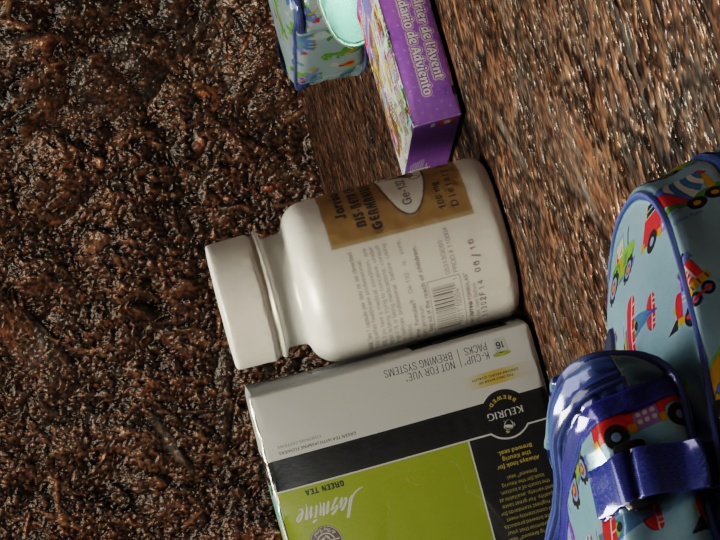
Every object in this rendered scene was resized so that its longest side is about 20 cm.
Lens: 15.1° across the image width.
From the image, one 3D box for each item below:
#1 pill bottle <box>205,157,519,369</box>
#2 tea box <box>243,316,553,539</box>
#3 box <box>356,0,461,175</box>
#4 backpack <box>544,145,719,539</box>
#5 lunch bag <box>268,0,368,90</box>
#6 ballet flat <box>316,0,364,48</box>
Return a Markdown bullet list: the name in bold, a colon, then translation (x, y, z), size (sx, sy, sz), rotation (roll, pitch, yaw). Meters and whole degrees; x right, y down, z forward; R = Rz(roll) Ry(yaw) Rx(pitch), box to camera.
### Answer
- **pill bottle**: translation (0.000, 0.000, 1.873), size (0.114, 0.200, 0.115), rotation (165, 90, -86)
- **tea box**: translation (0.039, 0.150, 1.894), size (0.134, 0.200, 0.197), rotation (-171, 66, -86)
- **box**: translation (0.034, -0.154, 2.001), size (0.200, 0.039, 0.137), rotation (99, 155, -82)
- **backpack**: translation (0.120, 0.052, 0.787), size (0.183, 0.134, 0.200), rotation (86, 171, -68)
- **lunch bag**: translation (-0.045, -0.266, 2.468), size (0.200, 0.082, 0.161), rotation (91, 167, -73)
- **ballet flat**: translation (-0.007, -0.273, 2.121), size (0.062, 0.067, 0.200), rotation (-54, -40, -58)
